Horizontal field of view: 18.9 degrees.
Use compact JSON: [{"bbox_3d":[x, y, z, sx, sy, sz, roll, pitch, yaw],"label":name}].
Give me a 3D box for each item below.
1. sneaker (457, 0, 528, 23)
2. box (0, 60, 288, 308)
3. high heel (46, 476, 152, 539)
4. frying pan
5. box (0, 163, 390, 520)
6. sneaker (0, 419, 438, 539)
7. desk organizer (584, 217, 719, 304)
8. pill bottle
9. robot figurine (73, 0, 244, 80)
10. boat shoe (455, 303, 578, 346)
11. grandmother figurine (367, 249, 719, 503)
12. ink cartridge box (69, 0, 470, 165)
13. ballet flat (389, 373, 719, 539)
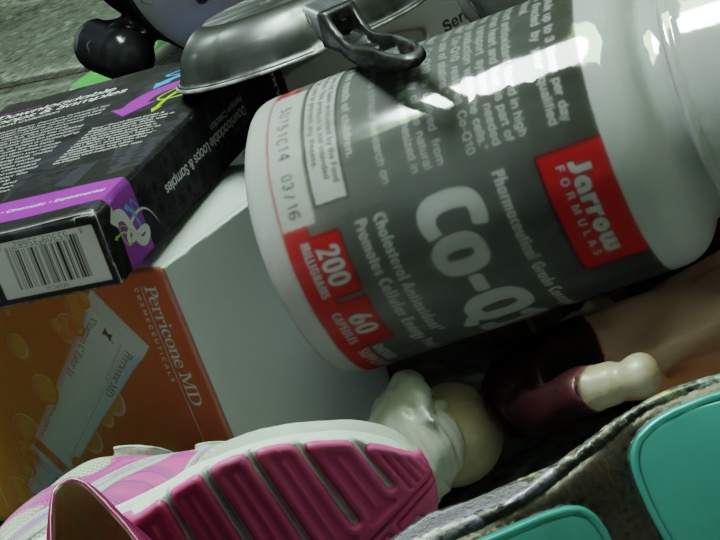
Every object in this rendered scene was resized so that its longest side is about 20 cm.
[{"bbox_3d":[0.140,-0.129,0.889,0.198,0.089,0.074,2,44,-8],"label":"sneaker"},{"bbox_3d":[-0.126,-0.037,0.911,0.142,0.036,0.200,-11,22,24],"label":"box"},{"bbox_3d":[-0.064,0.136,0.663,0.067,0.097,0.200,-25,19,-14],"label":"high heel"},{"bbox_3d":[-0.028,-0.092,0.860,0.114,0.031,0.190,-20,13,9],"label":"frying pan"},{"bbox_3d":[-0.101,0.034,0.939,0.199,0.125,0.097,-4,25,42],"label":"box"},{"bbox_3d":[-0.067,0.096,0.800,0.198,0.082,0.088,-17,21,9],"label":"sneaker"},{"bbox_3d":[0.120,-0.077,0.952,0.076,0.072,0.201,-14,50,10],"label":"desk organizer"},{"bbox_3d":[0.066,-0.042,0.822,0.199,0.115,0.114,-19,18,19],"label":"pill bottle"},{"bbox_3d":[-0.072,-0.167,1.037,0.124,0.152,0.200,-2,14,-19],"label":"robot figurine"},{"bbox_3d":[0.067,-0.031,1.015,0.067,0.072,0.200,-14,20,17],"label":"boat shoe"},{"bbox_3d":[0.093,0.037,0.838,0.199,0.061,0.121,-24,-2,1],"label":"grandmother figurine"},{"bbox_3d":[-0.033,-0.093,1.102,0.146,0.084,0.199,-37,24,-25],"label":"ink cartridge box"},{"bbox_3d":[0.086,0.082,0.707,0.199,0.073,0.072,-22,19,-5],"label":"ballet flat"}]
